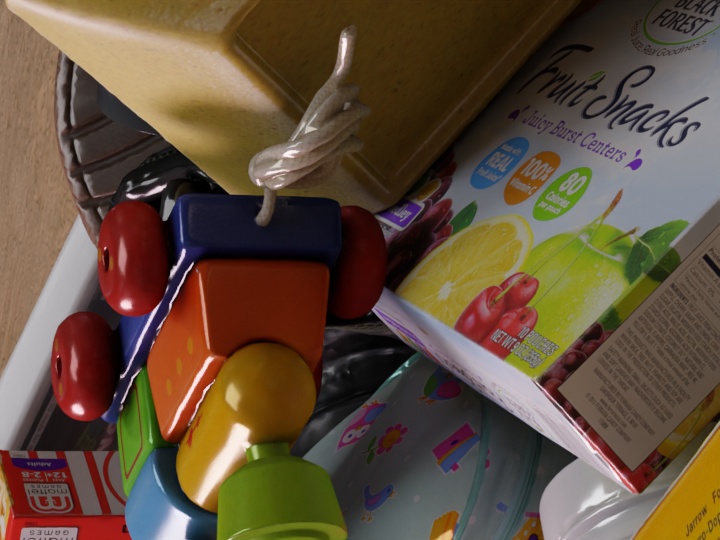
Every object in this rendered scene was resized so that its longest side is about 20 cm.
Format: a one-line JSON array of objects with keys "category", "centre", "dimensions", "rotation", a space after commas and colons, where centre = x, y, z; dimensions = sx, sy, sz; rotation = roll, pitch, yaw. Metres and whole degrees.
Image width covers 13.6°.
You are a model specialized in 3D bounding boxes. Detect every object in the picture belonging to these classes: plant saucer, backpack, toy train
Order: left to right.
[{"category": "toy train", "centre": [-0.028, 0.032, 0.872], "dimensions": [0.200, 0.084, 0.116], "rotation": [121, 145, -56]}, {"category": "plant saucer", "centre": [0.017, -0.105, 0.882], "dimensions": [0.200, 0.200, 0.048], "rotation": [-48, 61, 1]}, {"category": "backpack", "centre": [0.021, 0.122, 0.978], "dimensions": [0.200, 0.126, 0.167], "rotation": [-45, 33, 18]}]

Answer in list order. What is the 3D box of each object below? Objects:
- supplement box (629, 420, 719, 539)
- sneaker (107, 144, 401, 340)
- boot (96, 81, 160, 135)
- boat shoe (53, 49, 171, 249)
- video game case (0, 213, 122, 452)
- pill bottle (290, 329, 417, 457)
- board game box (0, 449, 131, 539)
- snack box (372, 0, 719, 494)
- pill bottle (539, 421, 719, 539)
[{"category": "supplement box", "centre": [0.144, 0.133, 0.710], "dimensions": [0.110, 0.108, 0.201], "rotation": [119, 148, -54]}, {"category": "sneaker", "centre": [0.000, 0.000, 1.019], "dimensions": [0.114, 0.198, 0.077], "rotation": [-31, -48, -60]}, {"category": "boot", "centre": [0.008, -0.130, 1.015], "dimensions": [0.073, 0.197, 0.163], "rotation": [-108, 17, -62]}, {"category": "boat shoe", "centre": [-0.076, -0.095, 1.150], "dimensions": [0.075, 0.074, 0.204], "rotation": [8, -104, -76]}, {"category": "video game case", "centre": [-0.106, 0.075, 1.257], "dimensions": [0.023, 0.182, 0.201], "rotation": [27, 93, 24]}, {"category": "pill bottle", "centre": [-0.002, 0.001, 1.156], "dimensions": [0.112, 0.111, 0.201], "rotation": [116, 150, -51]}, {"category": "board game box", "centre": [-0.083, 0.165, 1.215], "dimensions": [0.046, 0.151, 0.201], "rotation": [-115, 31, -53]}, {"category": "snack box", "centre": [0.079, -0.023, 0.889], "dimensions": [0.142, 0.053, 0.200], "rotation": [-44, 20, -6]}, {"category": "pill bottle", "centre": [0.104, 0.147, 0.825], "dimensions": [0.113, 0.112, 0.201], "rotation": [118, 148, -53]}]
